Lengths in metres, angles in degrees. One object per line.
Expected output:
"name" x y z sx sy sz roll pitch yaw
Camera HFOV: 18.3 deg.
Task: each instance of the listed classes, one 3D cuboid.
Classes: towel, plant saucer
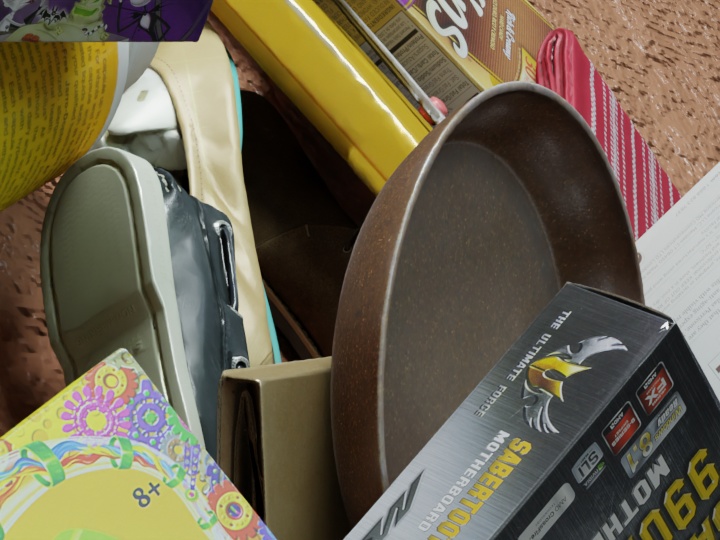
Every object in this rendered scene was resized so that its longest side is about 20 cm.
"towel" 0.138 -0.008 1.089 0.200 0.022 0.145 51 29 -34
"plant saucer" 0.043 0.038 0.748 0.200 0.034 0.201 3 86 -59

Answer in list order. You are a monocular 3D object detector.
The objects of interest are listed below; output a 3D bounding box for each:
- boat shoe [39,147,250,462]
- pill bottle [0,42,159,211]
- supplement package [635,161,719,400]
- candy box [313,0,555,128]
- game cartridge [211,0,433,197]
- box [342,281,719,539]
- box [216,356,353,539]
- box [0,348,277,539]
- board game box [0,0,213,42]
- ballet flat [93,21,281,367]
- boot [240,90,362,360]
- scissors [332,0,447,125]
"boat shoe" -0.060 0.060 0.731 0.066 0.074 0.200 17 53 -46
"pill bottle" -0.145 -0.068 0.735 0.113 0.113 0.200 50 30 -2
"supplement package" 0.203 0.057 0.940 0.114 0.110 0.200 33 18 -42
"candy box" 0.008 -0.142 1.081 0.200 0.056 0.117 45 30 -14
"game cartridge" 0.017 -0.046 0.923 0.200 0.032 0.176 52 7 20
"box" 0.047 0.129 0.675 0.048 0.200 0.159 22 -28 47
"box" 0.013 0.107 0.753 0.200 0.021 0.164 -6 95 -60
"box" -0.082 0.162 0.484 0.200 0.122 0.193 -39 89 -30
"board game box" -0.151 -0.107 0.648 0.200 0.032 0.120 -6 36 -43
"ballet flat" -0.073 -0.026 0.837 0.063 0.069 0.200 11 46 -29
"boot" 0.000 0.000 0.897 0.074 0.075 0.200 -4 59 -53
"scissors" 0.036 -0.062 0.942 0.200 0.014 0.073 52 8 16
